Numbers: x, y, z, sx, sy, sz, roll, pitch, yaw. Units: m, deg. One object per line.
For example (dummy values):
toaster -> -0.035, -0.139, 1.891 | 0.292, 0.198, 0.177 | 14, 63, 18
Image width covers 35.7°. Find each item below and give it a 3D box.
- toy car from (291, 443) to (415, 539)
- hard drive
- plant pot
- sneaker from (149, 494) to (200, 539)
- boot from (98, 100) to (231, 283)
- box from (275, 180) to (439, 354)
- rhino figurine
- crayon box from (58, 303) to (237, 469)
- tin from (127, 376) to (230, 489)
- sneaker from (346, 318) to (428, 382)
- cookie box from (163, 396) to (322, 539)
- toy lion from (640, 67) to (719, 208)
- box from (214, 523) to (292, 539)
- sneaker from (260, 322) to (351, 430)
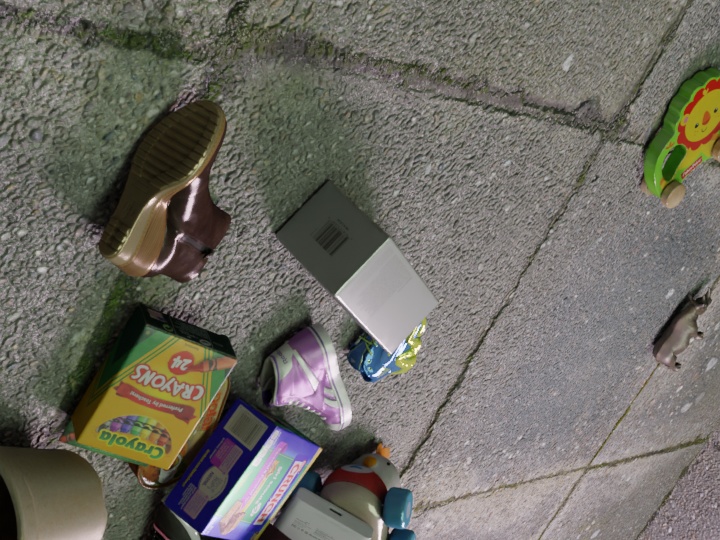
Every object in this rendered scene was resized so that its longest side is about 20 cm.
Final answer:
toy car -> 0.009, 0.345, 1.787 | 0.201, 0.182, 0.179 | -65, 155, -49
hard drive -> -0.078, 0.426, 1.732 | 0.201, 0.131, 0.026 | -57, -175, 40
plant pot -> -0.380, 0.268, 1.204 | 0.201, 0.200, 0.183 | -54, 159, 12
sneaker -> -0.278, 0.391, 1.540 | 0.099, 0.071, 0.201 | -33, 150, -29
boot -> -0.180, -0.078, 1.176 | 0.201, 0.072, 0.166 | -53, 159, 7
box -> 0.000, 0.000, 1.394 | 0.097, 0.124, 0.200 | -45, 148, -3
rhino figurine -> 0.699, 0.123, 2.407 | 0.087, 0.060, 0.202 | 14, 112, -42
crayon box -> -0.247, 0.150, 1.298 | 0.126, 0.051, 0.201 | 23, 108, -33
tin -> -0.230, 0.190, 1.413 | 0.111, 0.042, 0.202 | -6, 129, -41
sneaker -> 0.036, 0.097, 1.588 | 0.104, 0.076, 0.201 | -31, 145, -23
cookie box -> -0.153, 0.275, 1.515 | 0.172, 0.075, 0.200 | -54, 158, -4
toy lion -> 0.545, -0.230, 1.854 | 0.200, 0.069, 0.192 | -41, 141, -8
box -> -0.140, 0.498, 1.648 | 0.165, 0.164, 0.201 | -39, 118, -20
sneaker -> -0.082, 0.166, 1.539 | 0.114, 0.073, 0.202 | -31, 135, -16
